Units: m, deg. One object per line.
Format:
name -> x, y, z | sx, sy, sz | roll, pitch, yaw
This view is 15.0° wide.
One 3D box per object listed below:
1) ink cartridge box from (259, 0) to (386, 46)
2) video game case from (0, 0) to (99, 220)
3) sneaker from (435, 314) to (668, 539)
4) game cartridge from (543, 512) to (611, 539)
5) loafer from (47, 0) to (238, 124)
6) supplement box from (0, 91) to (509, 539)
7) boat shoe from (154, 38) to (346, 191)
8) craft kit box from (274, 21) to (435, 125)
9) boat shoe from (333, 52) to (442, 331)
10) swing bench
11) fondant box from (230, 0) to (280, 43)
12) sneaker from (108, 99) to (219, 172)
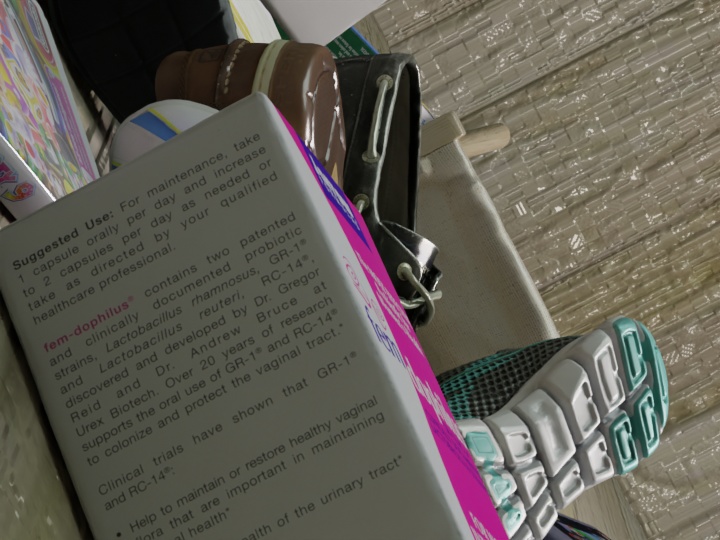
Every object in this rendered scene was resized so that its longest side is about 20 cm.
ink cartridge box -> -0.061, -0.208, 1.149 | 0.200, 0.084, 0.145 | 53, 2, -42
video game case -> -0.137, -0.089, 0.883 | 0.200, 0.018, 0.144 | 54, 11, -53
sneaker -> 0.040, 0.082, 1.134 | 0.200, 0.091, 0.078 | -27, 106, -40
game cartridge -> 0.088, 0.134, 1.195 | 0.129, 0.039, 0.200 | 19, 9, -33
loafer -> -0.100, -0.133, 1.136 | 0.072, 0.073, 0.201 | 45, 19, -81
supplement box -> -0.022, 0.066, 0.809 | 0.200, 0.103, 0.101 | 64, 7, 27
boat shoe -> -0.042, -0.006, 1.065 | 0.075, 0.075, 0.203 | -70, 161, -50
craft kit box -> -0.042, -0.147, 1.553 | 0.200, 0.049, 0.197 | 47, 5, 13
boat shoe -> 0.000, 0.000, 1.173 | 0.071, 0.063, 0.201 | 37, 49, -67
swing bench -> 0.054, 0.031, 1.485 | 0.199, 0.129, 0.200 | 64, 11, 3
fondant box -> -0.074, -0.106, 1.290 | 0.200, 0.058, 0.144 | 66, 7, 30
sneaker -> -0.039, 0.028, 0.934 | 0.201, 0.076, 0.105 | 65, 7, 8
